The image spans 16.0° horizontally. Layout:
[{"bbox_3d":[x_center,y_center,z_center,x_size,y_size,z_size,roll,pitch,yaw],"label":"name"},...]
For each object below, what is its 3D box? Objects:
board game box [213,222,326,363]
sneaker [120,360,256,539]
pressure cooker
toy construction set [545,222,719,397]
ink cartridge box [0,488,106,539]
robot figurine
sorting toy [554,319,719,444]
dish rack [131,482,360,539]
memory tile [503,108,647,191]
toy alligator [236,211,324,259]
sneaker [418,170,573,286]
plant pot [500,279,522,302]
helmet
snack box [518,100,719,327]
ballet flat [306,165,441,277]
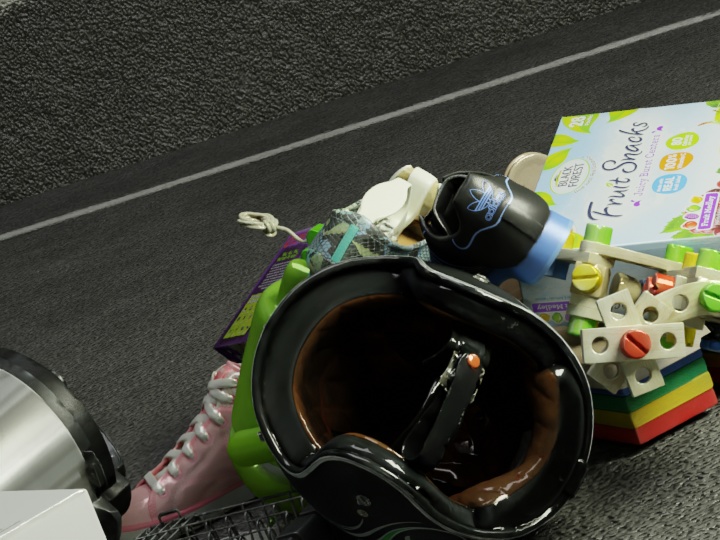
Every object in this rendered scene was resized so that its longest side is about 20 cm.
[{"bbox_3d":[-0.041,0.013,1.977,0.120,0.032,0.200,-60,16,-16],"label":"board game box"},{"bbox_3d":[-0.115,0.128,1.926,0.199,0.105,0.075,-23,14,-10],"label":"sneaker"},{"bbox_3d":[-0.273,0.155,1.858,0.178,0.176,0.200,-15,20,47],"label":"pressure cooker"},{"bbox_3d":[0.182,0.019,1.599,0.131,0.093,0.200,14,12,-4],"label":"toy construction set"},{"bbox_3d":[-0.250,0.230,1.574,0.146,0.147,0.200,-30,14,-38],"label":"ink cartridge box"},{"bbox_3d":[-0.029,0.084,1.799,0.115,0.201,0.175,24,28,20],"label":"robot figurine"},{"bbox_3d":[0.210,0.053,1.803,0.198,0.070,0.200,-25,12,-24],"label":"sorting toy"},{"bbox_3d":[-0.096,0.196,1.709,0.199,0.055,0.153,-16,11,28],"label":"dish rack"},{"bbox_3d":[0.172,-0.030,2.042,0.199,0.154,0.017,-22,12,-17],"label":"memory tile"},{"bbox_3d":[0.000,0.000,1.855,0.199,0.055,0.059,11,22,23],"label":"toy alligator"},{"bbox_3d":[0.072,-0.028,1.668,0.070,0.078,0.200,-58,9,-14],"label":"sneaker"},{"bbox_3d":[0.105,0.008,1.928,0.200,0.093,0.201,-31,-16,-10],"label":"plant pot"},{"bbox_3d":[0.034,0.086,1.627,0.199,0.201,0.190,-26,16,-27],"label":"helmet"},{"bbox_3d":[0.207,-0.043,1.781,0.168,0.068,0.200,-5,29,20],"label":"snack box"},{"bbox_3d":[0.027,-0.035,1.757,0.074,0.075,0.200,-15,11,23],"label":"ballet flat"}]
